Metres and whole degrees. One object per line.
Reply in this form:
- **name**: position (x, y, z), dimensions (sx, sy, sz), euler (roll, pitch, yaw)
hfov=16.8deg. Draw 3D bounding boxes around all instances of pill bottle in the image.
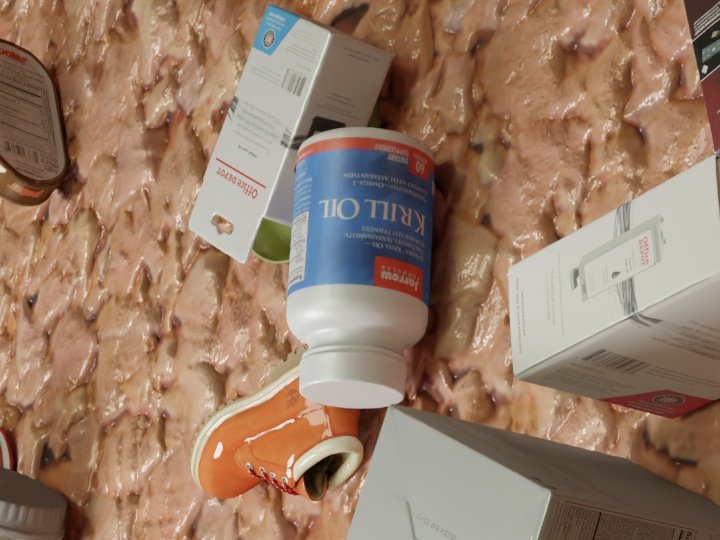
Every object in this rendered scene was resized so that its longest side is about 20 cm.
- **pill bottle**: position (0.000, 0.000, 1.891), dimensions (0.112, 0.112, 0.201), euler (-21, 61, 51)

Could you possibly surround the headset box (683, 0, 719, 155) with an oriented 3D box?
- **headset box**: position (0.280, -0.136, 1.494), dimensions (0.077, 0.148, 0.201), euler (-38, 48, 43)

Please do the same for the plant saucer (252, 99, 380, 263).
- **plant saucer**: position (-0.040, -0.101, 2.065), dimensions (0.200, 0.031, 0.201), euler (-27, 55, 47)

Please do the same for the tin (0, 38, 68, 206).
- **tin**: position (-0.354, -0.154, 2.486), dimensions (0.042, 0.112, 0.201), euler (-38, 48, 29)

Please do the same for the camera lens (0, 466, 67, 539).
- **camera lens**: position (-0.371, 0.291, 2.281), dimensions (0.160, 0.159, 0.201), euler (27, 99, 57)

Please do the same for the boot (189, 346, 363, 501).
- **boot**: position (-0.068, 0.150, 1.971), dimensions (0.200, 0.075, 0.108), euler (-41, 50, 39)

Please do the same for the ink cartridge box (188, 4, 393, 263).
- **ink cartridge box**: position (-0.060, -0.105, 2.008), dimensions (0.116, 0.066, 0.201), euler (32, 103, 55)

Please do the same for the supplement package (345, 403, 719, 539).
- **supplement package**: position (0.123, 0.195, 1.546), dimensions (0.191, 0.199, 0.148), euler (25, 99, 57)

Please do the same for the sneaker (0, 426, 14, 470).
- **sneaker**: position (-0.412, 0.241, 2.403), dimensions (0.078, 0.115, 0.201), euler (-18, 63, 52)

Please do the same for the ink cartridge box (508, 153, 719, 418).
- **ink cartridge box**: position (0.211, 0.015, 1.536), dimensions (0.200, 0.146, 0.083), euler (-30, 53, 46)
